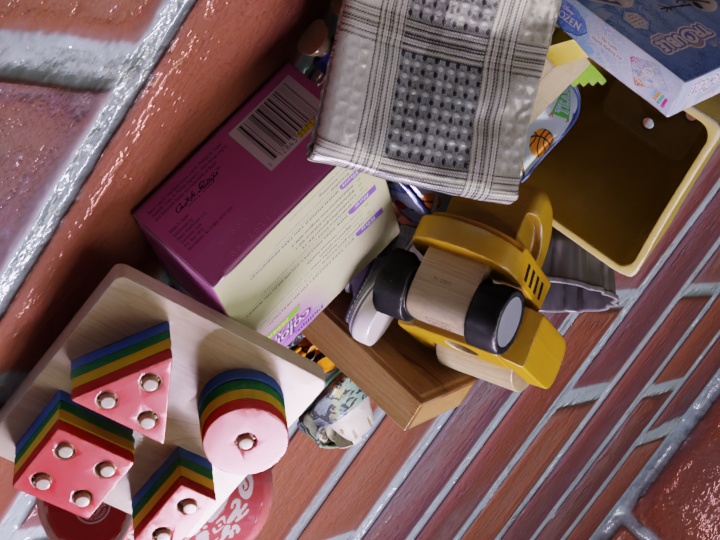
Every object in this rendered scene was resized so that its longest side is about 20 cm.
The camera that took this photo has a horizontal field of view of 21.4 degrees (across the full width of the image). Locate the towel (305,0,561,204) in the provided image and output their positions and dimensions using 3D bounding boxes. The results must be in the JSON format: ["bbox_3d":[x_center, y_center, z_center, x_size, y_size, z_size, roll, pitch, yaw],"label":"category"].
[{"bbox_3d":[0.064,-0.162,1.459,0.192,0.034,0.201,12,91,-27],"label":"towel"}]

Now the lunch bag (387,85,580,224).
[{"bbox_3d":[0.091,-0.142,1.666,0.200,0.075,0.160,-47,122,-10],"label":"lunch bag"}]

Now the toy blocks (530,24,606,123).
[{"bbox_3d":[0.091,-0.177,1.571,0.137,0.100,0.200,-44,126,5],"label":"toy blocks"}]

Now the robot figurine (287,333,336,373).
[{"bbox_3d":[-0.038,0.057,1.838,0.200,0.058,0.145,-33,154,-38],"label":"robot figurine"}]

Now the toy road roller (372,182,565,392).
[{"bbox_3d":[0.110,0.005,1.623,0.147,0.122,0.200,-65,154,-11],"label":"toy road roller"}]

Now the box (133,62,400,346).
[{"bbox_3d":[-0.071,-0.039,1.549,0.176,0.097,0.200,-45,159,-10],"label":"box"}]

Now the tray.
[{"bbox_3d":[0.003,0.054,1.712,0.098,0.200,0.037,-17,145,-54],"label":"tray"}]

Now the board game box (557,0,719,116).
[{"bbox_3d":[0.260,-0.234,1.734,0.200,0.199,0.044,-26,150,-48],"label":"board game box"}]

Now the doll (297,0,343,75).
[{"bbox_3d":[0.051,-0.147,1.506,0.200,0.048,0.137,36,95,-28],"label":"doll"}]

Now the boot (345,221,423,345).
[{"bbox_3d":[0.000,0.000,1.696,0.073,0.090,0.200,-65,174,21],"label":"boot"}]

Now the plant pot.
[{"bbox_3d":[0.276,-0.152,1.944,0.200,0.194,0.196,-37,159,-53],"label":"plant pot"}]

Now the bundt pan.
[{"bbox_3d":[0.176,-0.010,2.006,0.202,0.201,0.076,38,57,-70],"label":"bundt pan"}]

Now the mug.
[{"bbox_3d":[-0.195,0.213,1.698,0.178,0.133,0.200,-56,155,14],"label":"mug"}]

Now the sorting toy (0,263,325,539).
[{"bbox_3d":[-0.159,0.123,1.493,0.199,0.070,0.199,29,117,-26],"label":"sorting toy"}]

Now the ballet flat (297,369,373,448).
[{"bbox_3d":[-0.017,0.145,1.942,0.074,0.074,0.200,-44,177,-13],"label":"ballet flat"}]
